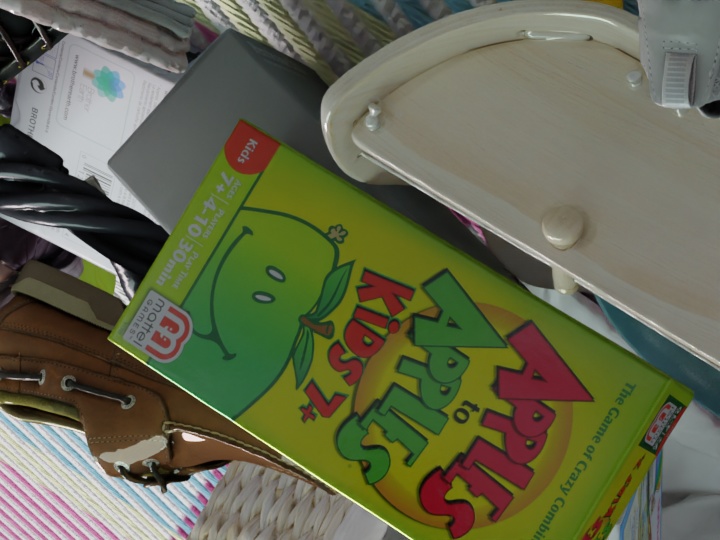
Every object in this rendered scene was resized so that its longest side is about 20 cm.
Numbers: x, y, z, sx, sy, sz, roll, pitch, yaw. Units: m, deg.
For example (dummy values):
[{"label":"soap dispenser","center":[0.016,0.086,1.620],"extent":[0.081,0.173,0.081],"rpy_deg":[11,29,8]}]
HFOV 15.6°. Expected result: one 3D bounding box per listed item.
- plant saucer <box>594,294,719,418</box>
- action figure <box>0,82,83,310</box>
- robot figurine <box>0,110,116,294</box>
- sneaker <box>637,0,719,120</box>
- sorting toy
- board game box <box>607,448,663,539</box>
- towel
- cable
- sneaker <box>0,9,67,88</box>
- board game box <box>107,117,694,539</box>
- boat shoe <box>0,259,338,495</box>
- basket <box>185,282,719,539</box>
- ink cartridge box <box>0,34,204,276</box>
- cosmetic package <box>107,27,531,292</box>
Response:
[{"label":"plant saucer","center":[0.190,0.030,1.102],"extent":[0.200,0.027,0.200],"rpy_deg":[27,160,10]},{"label":"action figure","center":[-0.197,-0.058,1.300],"extent":[0.069,0.130,0.200],"rpy_deg":[4,142,47]},{"label":"robot figurine","center":[-0.207,-0.017,1.425],"extent":[0.176,0.115,0.200],"rpy_deg":[56,179,36]},{"label":"sneaker","center":[0.130,-0.069,0.805],"extent":[0.074,0.082,0.200],"rpy_deg":[8,177,35]},{"label":"sorting toy","center":[0.104,-0.009,0.997],"extent":[0.200,0.107,0.180],"rpy_deg":[32,163,22]},{"label":"board game box","center":[0.102,0.168,1.109],"extent":[0.034,0.134,0.201],"rpy_deg":[4,110,13]},{"label":"towel","center":[-0.177,-0.140,0.972],"extent":[0.191,0.032,0.200],"rpy_deg":[29,-174,29]},{"label":"cable","center":[-0.146,0.005,1.223],"extent":[0.163,0.051,0.200],"rpy_deg":[19,148,-7]},{"label":"sneaker","center":[-0.135,-0.115,1.107],"extent":[0.075,0.106,0.200],"rpy_deg":[41,158,-25]},{"label":"board game box","center":[0.014,0.036,0.996],"extent":[0.200,0.102,0.048],"rpy_deg":[32,180,21]},{"label":"boat shoe","center":[-0.081,0.062,1.107],"extent":[0.200,0.068,0.072],"rpy_deg":[22,168,38]},{"label":"basket","center":[0.054,0.123,1.263],"extent":[0.198,0.200,0.161],"rpy_deg":[40,160,-28]},{"label":"ink cartridge box","center":[-0.071,-0.038,1.221],"extent":[0.199,0.042,0.120],"rpy_deg":[28,128,15]},{"label":"cosmetic package","center":[0.000,0.000,1.091],"extent":[0.200,0.090,0.107],"rpy_deg":[48,-170,16]}]
